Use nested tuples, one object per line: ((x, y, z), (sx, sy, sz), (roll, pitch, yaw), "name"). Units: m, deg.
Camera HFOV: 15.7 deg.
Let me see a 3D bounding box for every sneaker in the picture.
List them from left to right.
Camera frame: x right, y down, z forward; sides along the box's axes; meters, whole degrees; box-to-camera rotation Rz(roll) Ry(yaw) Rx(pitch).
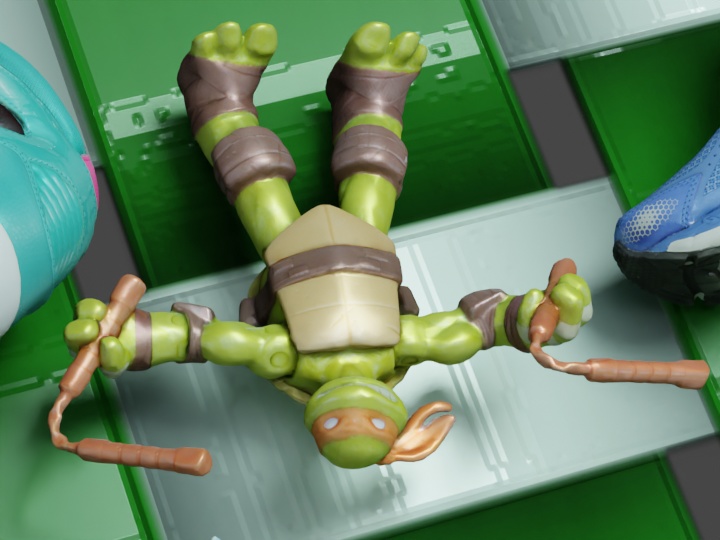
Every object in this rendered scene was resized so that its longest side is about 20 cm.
((-0.160, -0.028, 0.794), (0.199, 0.084, 0.121), (11, 24, 26), "sneaker")
((0.153, -0.069, 0.860), (0.200, 0.079, 0.089), (-41, 75, -12), "sneaker")

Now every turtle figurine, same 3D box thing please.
((0.000, 0.000, 0.817), (0.198, 0.065, 0.162), (-6, 57, -3), "turtle figurine")

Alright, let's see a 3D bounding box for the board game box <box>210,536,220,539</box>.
((0.025, 0.172, 0.713), (0.199, 0.103, 0.105), (23, 62, 2), "board game box")
